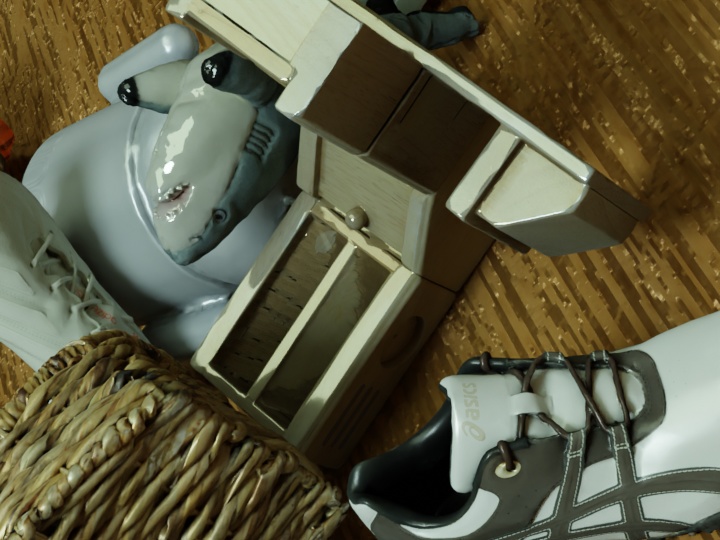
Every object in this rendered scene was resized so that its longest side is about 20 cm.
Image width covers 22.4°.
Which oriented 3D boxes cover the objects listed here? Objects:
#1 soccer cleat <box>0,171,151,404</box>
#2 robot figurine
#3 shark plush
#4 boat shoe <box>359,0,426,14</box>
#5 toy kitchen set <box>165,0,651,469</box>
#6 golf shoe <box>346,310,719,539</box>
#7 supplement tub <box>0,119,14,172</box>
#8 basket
[{"bbox_3d":[-0.139,0.030,0.886,0.077,0.201,0.069,3,42,34],"label":"soccer cleat"},{"bbox_3d":[-0.096,-0.037,0.932,0.199,0.113,0.171,-20,81,41],"label":"robot figurine"},{"bbox_3d":[-0.028,-0.080,0.856,0.091,0.084,0.200,-10,17,44],"label":"shark plush"},{"bbox_3d":[0.013,-0.175,0.934,0.201,0.070,0.072,-53,43,14],"label":"boat shoe"},{"bbox_3d":[0.000,0.000,0.743,0.163,0.200,0.181,37,96,28],"label":"toy kitchen set"},{"bbox_3d":[0.083,0.063,0.678,0.200,0.094,0.078,-37,41,25],"label":"golf shoe"},{"bbox_3d":[-0.296,-0.012,1.140,0.122,0.122,0.201,2,68,50],"label":"supplement tub"},{"bbox_3d":[-0.133,0.123,0.757,0.149,0.143,0.201,30,87,51],"label":"basket"}]
